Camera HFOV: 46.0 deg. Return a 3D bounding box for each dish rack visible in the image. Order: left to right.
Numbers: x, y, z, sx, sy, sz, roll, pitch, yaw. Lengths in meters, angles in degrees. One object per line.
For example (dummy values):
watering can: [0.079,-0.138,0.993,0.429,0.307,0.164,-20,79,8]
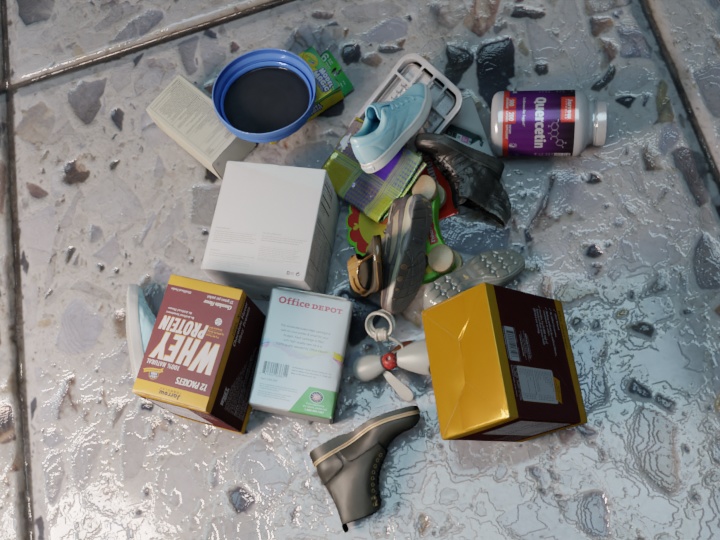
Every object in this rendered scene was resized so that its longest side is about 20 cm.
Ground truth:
dish rack: [0.086,-0.278,1.555,0.201,0.043,0.172,-49,60,10]

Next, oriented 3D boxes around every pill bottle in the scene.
pill bottle: [0.329,-0.259,1.492,0.195,0.113,0.115,1,70,12]

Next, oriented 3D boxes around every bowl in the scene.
bowl: [-0.178,-0.327,1.592,0.196,0.040,0.205,-2,63,4]

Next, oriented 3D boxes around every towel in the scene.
towel: [0.015,-0.182,1.516,0.145,0.023,0.200,-52,50,3]

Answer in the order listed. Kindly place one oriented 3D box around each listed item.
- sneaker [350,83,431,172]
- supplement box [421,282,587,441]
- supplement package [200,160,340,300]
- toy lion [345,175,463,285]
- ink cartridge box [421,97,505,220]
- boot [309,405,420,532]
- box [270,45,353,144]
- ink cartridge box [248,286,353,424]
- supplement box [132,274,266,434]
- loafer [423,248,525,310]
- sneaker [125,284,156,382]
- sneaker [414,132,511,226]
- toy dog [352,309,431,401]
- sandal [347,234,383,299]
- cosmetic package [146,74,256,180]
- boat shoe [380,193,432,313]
sneaker: [0.053,-0.265,1.453,0.073,0.082,0.202,6,54,44]
supplement box: [0.219,0.146,1.295,0.132,0.197,0.201,-28,61,41]
supplement package: [-0.151,-0.063,1.497,0.187,0.147,0.204,7,71,13]
toy lion: [0.067,-0.066,1.495,0.188,0.068,0.204,-19,74,21]
ink cartridge box: [0.153,-0.197,1.544,0.170,0.044,0.204,-17,68,3]
boot: [0.030,0.317,1.372,0.198,0.077,0.140,-30,71,14]
box: [-0.122,-0.348,1.650,0.198,0.048,0.118,-33,68,-3]
ink cartridge box: [-0.097,0.143,1.432,0.142,0.088,0.204,9,74,2]
supplement box: [-0.253,0.143,1.414,0.130,0.200,0.201,11,73,14]
loafer: [0.192,0.024,1.444,0.197,0.070,0.070,-23,54,-16]
sneaker: [-0.379,0.115,1.532,0.080,0.074,0.203,-3,61,-22]
sneaker: [0.174,-0.157,1.461,0.196,0.060,0.106,20,79,-1]
toy dog: [0.095,0.150,1.418,0.196,0.096,0.135,8,74,30]
sandal: [0.000,0.000,1.417,0.053,0.200,0.084,-2,78,-15]
cosmetic package: [-0.309,-0.279,1.647,0.199,0.073,0.104,40,81,21]
boat shoe: [0.067,-0.029,1.427,0.072,0.074,0.204,9,81,43]
